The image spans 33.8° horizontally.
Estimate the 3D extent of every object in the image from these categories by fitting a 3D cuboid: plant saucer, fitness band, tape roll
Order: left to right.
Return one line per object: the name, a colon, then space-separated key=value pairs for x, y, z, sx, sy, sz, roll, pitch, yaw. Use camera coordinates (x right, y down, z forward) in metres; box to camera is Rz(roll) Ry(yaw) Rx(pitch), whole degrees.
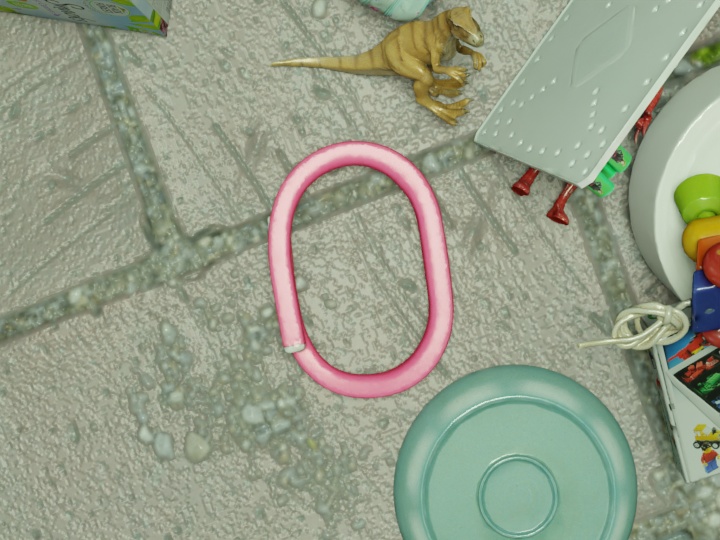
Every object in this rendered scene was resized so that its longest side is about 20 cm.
fitness band: x=0.000 y=0.000 z=0.936 sx=0.141 sy=0.037 sz=0.204 roll=-8 pitch=92 yaw=2
plant saucer: x=0.124 y=0.178 z=0.941 sx=0.196 sy=0.027 sz=0.204 roll=0 pitch=92 yaw=2
tape roll: x=0.305 y=-0.055 z=0.883 sx=0.198 sy=0.071 sz=0.206 roll=-1 pitch=107 yaw=-3

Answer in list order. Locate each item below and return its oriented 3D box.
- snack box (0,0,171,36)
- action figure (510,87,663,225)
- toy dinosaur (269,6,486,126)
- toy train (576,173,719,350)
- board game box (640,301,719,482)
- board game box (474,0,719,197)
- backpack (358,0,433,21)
snack box: x=-0.233 y=-0.230 z=0.856 sx=0.165 sy=0.200 sz=0.069 roll=9 pitch=92 yaw=1
action figure: x=0.196 y=-0.133 z=0.921 sx=0.065 sy=0.052 sz=0.202 roll=33 pitch=89 yaw=-7
toy dinosaur: x=0.035 y=-0.163 z=0.909 sx=0.106 sy=0.198 sz=0.061 roll=44 pitch=58 yaw=-28
toy train: x=0.234 y=-0.015 z=0.800 sx=0.196 sy=0.085 sz=0.117 roll=-10 pitch=52 yaw=7
board game box: x=0.313 y=0.063 z=0.857 sx=0.197 sy=0.035 sz=0.128 roll=-18 pitch=109 yaw=3
board game box: x=0.182 y=-0.154 z=0.851 sx=0.026 sy=0.200 sz=0.201 roll=35 pitch=93 yaw=-22
backpack: x=0.050 y=-0.289 z=0.873 sx=0.126 sy=0.167 sz=0.201 roll=41 pitch=98 yaw=-5
